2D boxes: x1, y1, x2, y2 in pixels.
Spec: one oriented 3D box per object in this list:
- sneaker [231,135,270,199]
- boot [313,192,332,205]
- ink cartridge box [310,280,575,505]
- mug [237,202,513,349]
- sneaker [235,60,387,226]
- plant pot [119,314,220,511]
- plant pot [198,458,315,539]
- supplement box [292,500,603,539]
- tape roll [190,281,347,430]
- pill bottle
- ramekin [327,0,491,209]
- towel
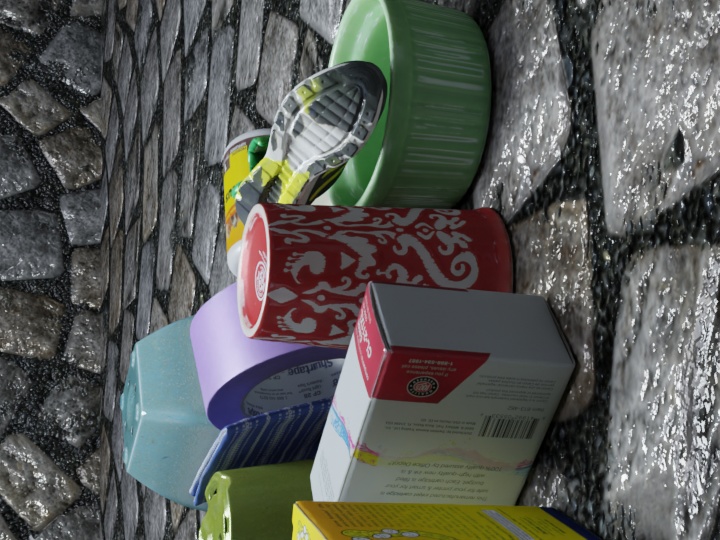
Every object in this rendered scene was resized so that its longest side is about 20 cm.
[{"bbox_3d":[-0.076,-0.131,1.537,0.074,0.083,0.200,-51,6,48],"label":"sneaker"},{"bbox_3d":[-0.022,-0.072,1.423,0.200,0.072,0.156,-146,75,-73],"label":"boot"},{"bbox_3d":[0.054,0.116,1.052,0.083,0.145,0.201,-107,28,-51],"label":"ink cartridge box"},{"bbox_3d":[0.001,0.011,1.156,0.177,0.199,0.134,158,114,-70],"label":"mug"},{"bbox_3d":[-0.038,-0.113,1.188,0.200,0.074,0.085,-46,1,38],"label":"sneaker"},{"bbox_3d":[-0.183,0.168,1.688,0.197,0.199,0.197,-102,25,-43],"label":"plant pot"},{"bbox_3d":[-0.042,0.243,1.251,0.200,0.189,0.202,-175,90,-71],"label":"plant pot"},{"bbox_3d":[0.057,0.223,0.933,0.109,0.199,0.110,-159,74,-71],"label":"supplement box"},{"bbox_3d":[-0.053,0.075,1.290,0.200,0.199,0.085,121,139,-54],"label":"tape roll"},{"bbox_3d":[-0.105,-0.058,1.643,0.109,0.108,0.201,123,146,-56],"label":"pill bottle"},{"bbox_3d":[0.040,-0.144,1.236,0.200,0.097,0.202,-175,90,-72],"label":"ramekin"},{"bbox_3d":[-0.052,0.160,1.296,0.024,0.199,0.145,63,147,25],"label":"towel"}]
